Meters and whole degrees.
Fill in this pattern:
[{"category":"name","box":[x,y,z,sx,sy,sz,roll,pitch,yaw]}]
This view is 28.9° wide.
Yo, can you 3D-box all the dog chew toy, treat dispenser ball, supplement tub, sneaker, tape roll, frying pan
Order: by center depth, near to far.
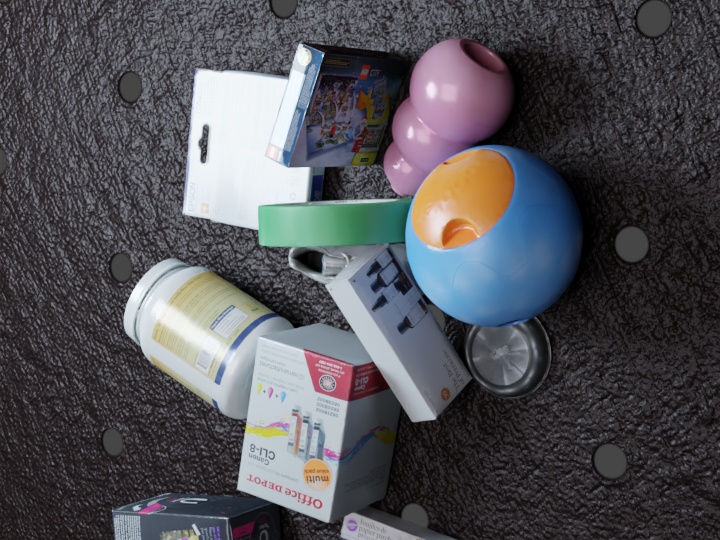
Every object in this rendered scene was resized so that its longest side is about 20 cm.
[{"category":"treat dispenser ball","box":[0.149,-0.038,1.560,0.199,0.200,0.204,3,96,30]},{"category":"dog chew toy","box":[0.094,-0.169,1.632,0.125,0.124,0.201,44,122,20]},{"category":"tape roll","box":[-0.023,-0.058,1.660,0.198,0.200,0.049,-1,95,31]},{"category":"frying pan","box":[0.167,0.059,1.660,0.114,0.031,0.193,-5,95,31]},{"category":"sneaker","box":[0.000,0.000,1.718,0.198,0.087,0.076,4,95,29]},{"category":"supplement tub","box":[-0.195,0.084,1.808,0.199,0.144,0.146,31,109,24]}]

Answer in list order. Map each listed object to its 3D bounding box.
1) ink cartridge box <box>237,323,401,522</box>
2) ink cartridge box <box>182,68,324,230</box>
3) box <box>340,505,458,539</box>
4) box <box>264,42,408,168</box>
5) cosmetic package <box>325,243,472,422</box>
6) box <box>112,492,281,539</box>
[{"category":"ink cartridge box","box":[-0.046,0.186,1.729,0.144,0.144,0.203,14,103,28]},{"category":"ink cartridge box","box":[-0.134,-0.154,1.810,0.198,0.040,0.202,12,101,30]},{"category":"box","box":[0.070,0.341,1.735,0.198,0.041,0.039,16,102,28]},{"category":"box","box":[-0.025,-0.193,1.649,0.037,0.199,0.138,26,107,26]},{"category":"cosmetic package","box":[0.048,0.074,1.650,0.050,0.082,0.201,-13,114,53]},{"category":"box","box":[-0.216,0.362,1.859,0.198,0.122,0.108,-2,93,30]}]
